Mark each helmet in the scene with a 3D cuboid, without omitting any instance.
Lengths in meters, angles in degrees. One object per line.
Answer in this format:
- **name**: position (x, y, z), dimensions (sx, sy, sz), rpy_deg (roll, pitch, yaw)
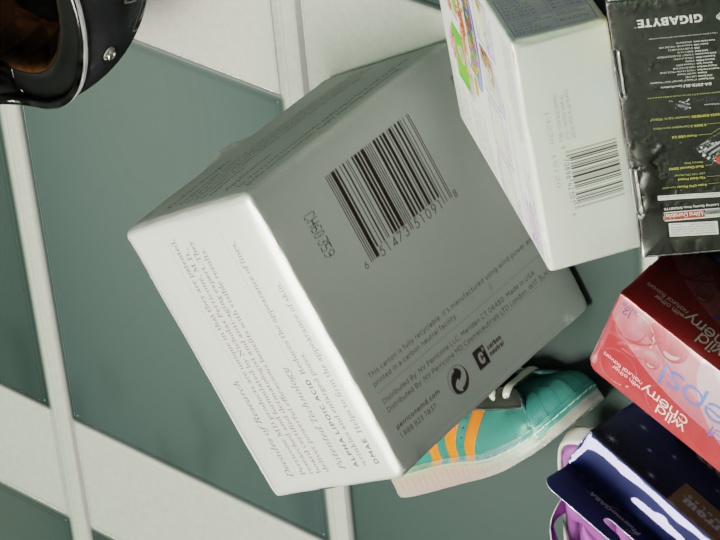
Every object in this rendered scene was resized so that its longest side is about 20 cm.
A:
- **helmet**: position (-0.233, -0.201, 1.929), dimensions (0.200, 0.190, 0.201), rpy_deg (177, 90, -76)

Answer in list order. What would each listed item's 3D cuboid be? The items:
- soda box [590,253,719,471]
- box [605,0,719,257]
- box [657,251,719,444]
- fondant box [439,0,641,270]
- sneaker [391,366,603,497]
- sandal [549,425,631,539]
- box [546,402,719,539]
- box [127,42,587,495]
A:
- **soda box**: position (0.223, 0.076, 1.615), dimensions (0.200, 0.063, 0.070), rpy_deg (38, 141, 16)
- **box**: position (0.235, -0.093, 1.571), dimensions (0.199, 0.049, 0.160), rpy_deg (-5, 123, 12)
- **box**: position (0.276, 0.041, 1.670), dimensions (0.199, 0.104, 0.149), rpy_deg (17, 132, 36)
- **fondant box**: position (0.095, -0.112, 1.683), dimensions (0.200, 0.058, 0.145), rpy_deg (-117, 13, -58)
- **sneaker**: position (0.072, 0.089, 1.949), dimensions (0.200, 0.071, 0.080), rpy_deg (-24, 98, 48)
- **sandal**: position (0.154, 0.183, 1.945), dimensions (0.082, 0.050, 0.203), rpy_deg (18, 139, 37)
- **box**: position (0.198, 0.124, 1.746), dimensions (0.121, 0.200, 0.032), rpy_deg (41, 120, 13)
- **box**: position (0.000, 0.000, 1.843), dimensions (0.130, 0.199, 0.201), rpy_deg (-13, 111, 51)
